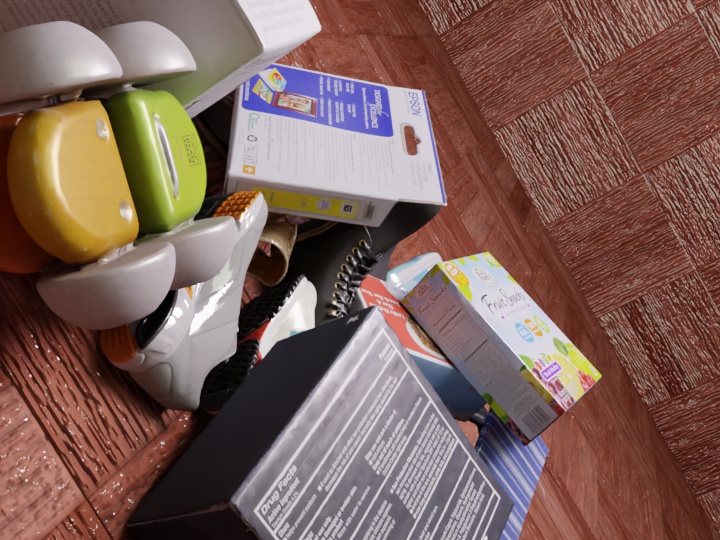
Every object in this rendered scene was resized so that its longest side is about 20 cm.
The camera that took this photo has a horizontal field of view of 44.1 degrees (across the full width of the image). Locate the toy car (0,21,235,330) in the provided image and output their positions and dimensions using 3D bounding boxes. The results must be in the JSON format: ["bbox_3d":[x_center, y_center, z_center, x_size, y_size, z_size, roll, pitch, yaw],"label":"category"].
[{"bbox_3d":[-0.181,-0.059,0.571,0.200,0.149,0.176,-40,118,-66],"label":"toy car"}]

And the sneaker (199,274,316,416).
[{"bbox_3d":[-0.071,0.085,0.769,0.094,0.070,0.200,57,24,-19],"label":"sneaker"}]

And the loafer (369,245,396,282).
[{"bbox_3d":[0.015,-0.043,1.005,0.073,0.072,0.202,-9,96,-62],"label":"loafer"}]

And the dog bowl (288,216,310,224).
[{"bbox_3d":[-0.059,-0.120,1.083,0.200,0.058,0.201,50,23,-30],"label":"dog bowl"}]

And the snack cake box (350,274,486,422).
[{"bbox_3d":[0.052,0.083,0.963,0.199,0.067,0.115,24,31,-39],"label":"snack cake box"}]

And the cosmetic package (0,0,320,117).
[{"bbox_3d":[-0.169,-0.204,0.707,0.166,0.199,0.165,58,21,-11],"label":"cosmetic package"}]

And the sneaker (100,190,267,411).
[{"bbox_3d":[-0.122,0.021,0.693,0.201,0.075,0.092,-62,138,-39],"label":"sneaker"}]

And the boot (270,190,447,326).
[{"bbox_3d":[0.000,0.000,0.864,0.077,0.199,0.139,41,31,-37],"label":"boot"}]

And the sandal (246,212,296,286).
[{"bbox_3d":[-0.101,-0.015,0.827,0.211,0.077,0.070,-21,87,-62],"label":"sandal"}]

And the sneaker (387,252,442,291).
[{"bbox_3d":[0.079,0.053,1.169,0.131,0.079,0.200,60,29,4],"label":"sneaker"}]

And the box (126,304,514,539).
[{"bbox_3d":[-0.017,0.169,0.624,0.199,0.123,0.200,56,42,-16],"label":"box"}]

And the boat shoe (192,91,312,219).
[{"bbox_3d":[-0.108,-0.123,0.930,0.200,0.076,0.072,42,28,5],"label":"boat shoe"}]

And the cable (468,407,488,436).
[{"bbox_3d":[0.126,0.204,1.080,0.200,0.051,0.164,22,42,-59],"label":"cable"}]

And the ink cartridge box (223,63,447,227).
[{"bbox_3d":[-0.027,-0.124,0.861,0.198,0.047,0.199,10,41,-12],"label":"ink cartridge box"}]

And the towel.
[{"bbox_3d":[0.148,0.249,0.992,0.145,0.024,0.201,53,52,-37],"label":"towel"}]

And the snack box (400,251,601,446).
[{"bbox_3d":[0.159,0.077,0.978,0.200,0.068,0.168,48,24,14],"label":"snack box"}]
